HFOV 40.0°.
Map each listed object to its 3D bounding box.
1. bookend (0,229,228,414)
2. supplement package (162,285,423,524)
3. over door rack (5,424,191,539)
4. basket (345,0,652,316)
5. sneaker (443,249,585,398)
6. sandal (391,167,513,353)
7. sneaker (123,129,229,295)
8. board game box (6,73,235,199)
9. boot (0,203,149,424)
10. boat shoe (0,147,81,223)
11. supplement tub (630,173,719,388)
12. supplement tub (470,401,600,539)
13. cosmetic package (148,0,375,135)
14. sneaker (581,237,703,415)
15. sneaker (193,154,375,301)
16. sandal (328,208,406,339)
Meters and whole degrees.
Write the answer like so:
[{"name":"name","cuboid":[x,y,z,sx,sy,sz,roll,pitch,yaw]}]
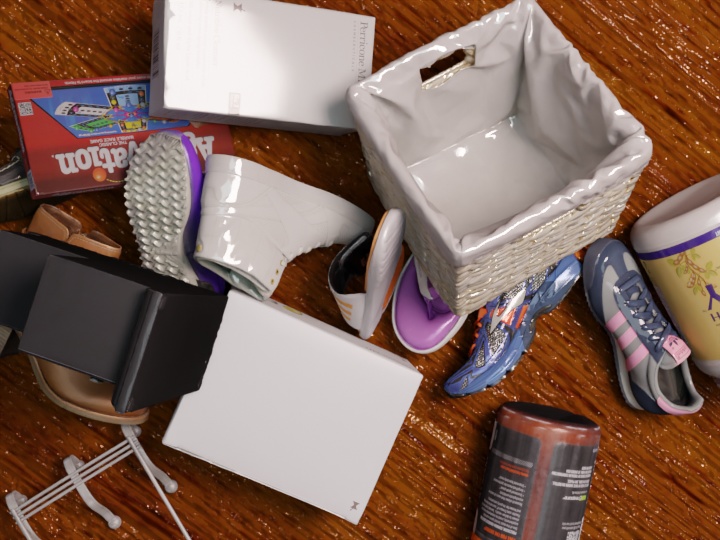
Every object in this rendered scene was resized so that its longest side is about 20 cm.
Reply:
[{"name":"bookend","cuboid":[-0.233,0.033,0.805,0.198,0.200,0.092,18,90,6]},{"name":"supplement package","cuboid":[-0.065,0.124,0.957,0.199,0.111,0.156,24,91,-7]},{"name":"over door rack","cuboid":[-0.236,0.269,0.963,0.147,0.067,0.200,-32,75,-3]},{"name":"basket","cuboid":[0.121,-0.096,0.897,0.198,0.161,0.200,-29,65,-7]},{"name":"sneaker","cuboid":[0.142,0.043,0.999,0.078,0.075,0.200,37,81,3]},{"name":"sandal","cuboid":[0.085,-0.017,0.980,0.082,0.050,0.203,24,84,25]},{"name":"sneaker","cuboid":[-0.161,-0.046,0.936,0.069,0.100,0.201,13,121,24]},{"name":"board game box","cuboid":[-0.216,-0.130,0.922,0.199,0.019,0.103,-12,88,-33]},{"name":"boot","cuboid":[-0.262,0.044,0.943,0.200,0.074,0.155,31,99,-5]},{"name":"boat shoe","cuboid":[-0.295,-0.102,0.943,0.199,0.073,0.065,-23,81,-21]},{"name":"supplement tub","cuboid":[0.372,0.015,0.973,0.145,0.145,0.200,-30,95,-3]},{"name":"supplement tub","cuboid":[0.169,0.239,0.987,0.107,0.107,0.201,12,92,-6]},{"name":"cosmetic package","cuboid":[-0.092,-0.191,0.926,0.199,0.081,0.113,1,93,-21]},{"name":"sneaker","cuboid":[0.286,0.056,0.979,0.070,0.082,0.200,-36,112,-23]},{"name":"sneaker","cuboid":[-0.073,-0.024,0.926,0.200,0.074,0.116,18,79,-42]},{"name":"sandal","cuboid":[0.003,-0.007,0.924,0.059,0.207,0.079,23,65,9]}]
